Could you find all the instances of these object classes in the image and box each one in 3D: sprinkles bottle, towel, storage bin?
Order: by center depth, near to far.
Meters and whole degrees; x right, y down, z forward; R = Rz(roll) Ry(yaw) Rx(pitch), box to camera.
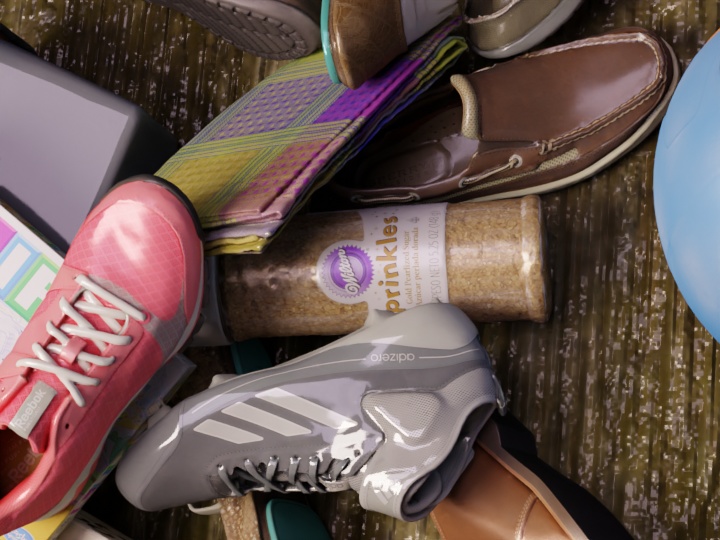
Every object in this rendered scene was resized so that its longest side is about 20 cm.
[{"bbox_3d":[-0.042,-0.067,1.001,0.143,0.023,0.200,-7,31,43],"label":"towel"},{"bbox_3d":[0.000,0.000,1.004,0.198,0.068,0.069,-4,73,8],"label":"sprinkles bottle"},{"bbox_3d":[-0.201,-0.037,1.088,0.133,0.146,0.201,20,83,15],"label":"storage bin"}]

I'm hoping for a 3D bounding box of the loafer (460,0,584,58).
[{"bbox_3d":[0.101,-0.209,1.031,0.075,0.069,0.201,9,70,56],"label":"loafer"}]

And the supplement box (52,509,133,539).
[{"bbox_3d":[-0.212,0.215,1.049,0.125,0.073,0.201,23,85,25],"label":"supplement box"}]

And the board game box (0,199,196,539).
[{"bbox_3d":[-0.204,0.038,0.999,0.200,0.034,0.135,39,89,4],"label":"board game box"}]

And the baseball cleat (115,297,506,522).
[{"bbox_3d":[-0.025,0.088,0.942,0.199,0.070,0.107,-28,58,6],"label":"baseball cleat"}]

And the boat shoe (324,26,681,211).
[{"bbox_3d":[0.072,-0.075,1.013,0.201,0.075,0.075,-26,67,14],"label":"boat shoe"}]

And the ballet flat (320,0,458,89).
[{"bbox_3d":[0.017,-0.158,1.024,0.072,0.200,0.068,-6,117,4],"label":"ballet flat"}]

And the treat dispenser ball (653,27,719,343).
[{"bbox_3d":[0.234,-0.040,0.867,0.199,0.201,0.203,-6,73,20],"label":"treat dispenser ball"}]

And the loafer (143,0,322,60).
[{"bbox_3d":[-0.090,-0.184,1.101,0.199,0.073,0.071,29,82,35],"label":"loafer"}]

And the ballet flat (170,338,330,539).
[{"bbox_3d":[-0.058,0.129,1.019,0.065,0.070,0.201,-31,57,21],"label":"ballet flat"}]

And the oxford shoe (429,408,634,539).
[{"bbox_3d":[0.085,0.133,0.958,0.071,0.071,0.200,-51,53,7],"label":"oxford shoe"}]

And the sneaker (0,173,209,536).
[{"bbox_3d":[-0.135,0.050,0.913,0.073,0.087,0.201,30,107,3],"label":"sneaker"}]
